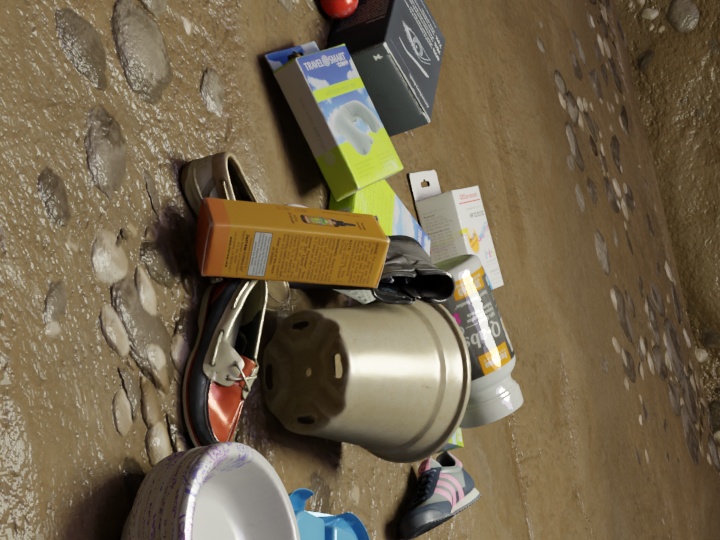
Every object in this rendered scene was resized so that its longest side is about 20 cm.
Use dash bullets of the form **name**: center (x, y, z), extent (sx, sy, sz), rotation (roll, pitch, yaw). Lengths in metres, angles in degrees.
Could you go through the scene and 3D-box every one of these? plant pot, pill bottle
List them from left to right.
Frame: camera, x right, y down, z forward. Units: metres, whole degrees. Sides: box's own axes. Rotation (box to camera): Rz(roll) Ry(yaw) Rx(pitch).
- **plant pot**: center (-0.006, 0.116, 1.486), extent (0.182, 0.199, 0.204), rotation (9, 68, -50)
- **pill bottle**: center (0.132, 0.091, 1.684), extent (0.116, 0.115, 0.202), rotation (-35, 105, -63)

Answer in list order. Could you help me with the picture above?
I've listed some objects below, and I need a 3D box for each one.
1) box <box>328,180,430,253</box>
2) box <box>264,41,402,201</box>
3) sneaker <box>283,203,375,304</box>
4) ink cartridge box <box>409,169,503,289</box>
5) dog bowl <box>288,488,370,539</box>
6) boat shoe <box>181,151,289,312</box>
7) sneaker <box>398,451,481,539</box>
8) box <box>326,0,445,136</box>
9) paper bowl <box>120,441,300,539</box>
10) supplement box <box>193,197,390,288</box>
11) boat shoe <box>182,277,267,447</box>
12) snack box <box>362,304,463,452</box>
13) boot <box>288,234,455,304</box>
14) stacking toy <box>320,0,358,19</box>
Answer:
- **box**: center (0.027, -0.052, 1.773), extent (0.200, 0.047, 0.123), rotation (49, 36, -41)
- **box**: center (-0.032, -0.199, 1.664), extent (0.122, 0.047, 0.202), rotation (-29, 93, -55)
- **sneaker**: center (-0.042, -0.027, 1.610), extent (0.199, 0.076, 0.105), rotation (32, 10, -28)
- **ink cartridge box**: center (0.146, -0.061, 1.994), extent (0.115, 0.067, 0.203), rotation (-16, 91, -64)
- **dog bowl**: center (-0.051, 0.309, 1.425), extent (0.200, 0.049, 0.113), rotation (39, 43, -50)
- **boat shoe**: center (-0.123, -0.040, 1.446), extent (0.202, 0.064, 0.072), rotation (62, 29, -25)
- **sneaker**: center (0.089, 0.292, 1.716), extent (0.083, 0.070, 0.199), rotation (61, 22, 9)
- **box**: center (0.037, -0.309, 1.865), extent (0.149, 0.103, 0.202), rotation (56, 32, -34)
- **paper bowl**: center (-0.143, 0.265, 1.201), extent (0.200, 0.103, 0.203), rotation (41, 41, -49)
- **supplement box**: center (-0.073, -0.028, 1.394), extent (0.067, 0.197, 0.070), rotation (-116, -146, -58)
- **boat shoe**: center (-0.135, 0.094, 1.356), extent (0.071, 0.062, 0.202), rotation (48, 38, -46)
- **snack box**: center (0.057, 0.143, 1.711), extent (0.199, 0.067, 0.171), rotation (25, 54, -60)
- **boot**: center (0.000, 0.000, 1.499), extent (0.132, 0.197, 0.071), rotation (-129, -146, -67)
- **stacking toy**: center (-0.060, -0.428, 1.780), extent (0.086, 0.084, 0.201), rotation (-76, 149, -45)
